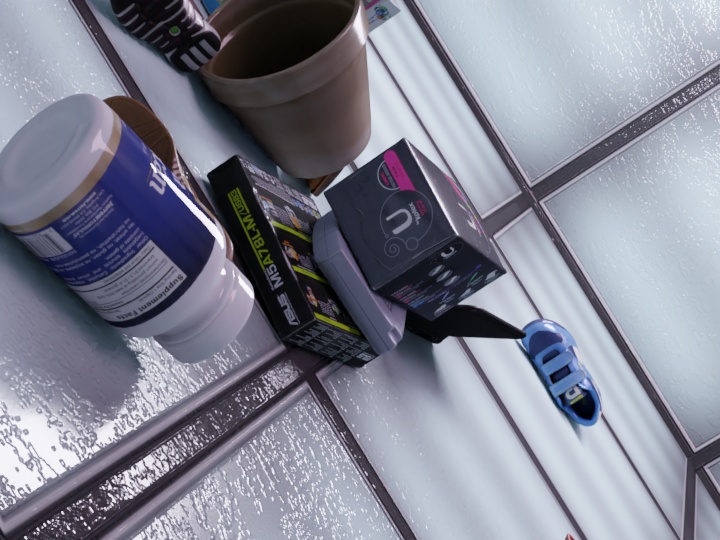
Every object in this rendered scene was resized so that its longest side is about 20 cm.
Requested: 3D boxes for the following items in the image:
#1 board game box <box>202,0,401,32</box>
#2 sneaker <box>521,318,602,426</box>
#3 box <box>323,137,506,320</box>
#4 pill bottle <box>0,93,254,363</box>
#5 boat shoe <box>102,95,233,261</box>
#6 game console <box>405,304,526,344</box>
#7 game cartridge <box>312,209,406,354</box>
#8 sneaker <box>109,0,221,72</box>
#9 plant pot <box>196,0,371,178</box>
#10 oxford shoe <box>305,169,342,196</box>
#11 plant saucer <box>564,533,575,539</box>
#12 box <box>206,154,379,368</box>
[{"bbox_3d":[-0.074,-0.323,1.940,0.149,0.199,0.064,60,15,14],"label":"board game box"},{"bbox_3d":[0.321,0.161,2.527,0.201,0.074,0.082,52,17,-19],"label":"sneaker"},{"bbox_3d":[0.060,-0.038,1.675,0.123,0.105,0.200,61,12,19],"label":"box"},{"bbox_3d":[-0.167,-0.023,1.169,0.200,0.110,0.112,48,17,-35],"label":"pill bottle"},{"bbox_3d":[-0.170,-0.056,1.352,0.201,0.072,0.072,52,-19,21],"label":"boat shoe"},{"bbox_3d":[0.090,0.019,1.946,0.177,0.116,0.200,64,15,22],"label":"game console"},{"bbox_3d":[0.000,0.000,1.671,0.134,0.041,0.200,61,10,-11],"label":"game cartridge"},{"bbox_3d":[-0.222,-0.293,1.664,0.116,0.075,0.200,60,3,29],"label":"sneaker"},{"bbox_3d":[-0.067,-0.207,1.798,0.201,0.198,0.175,-106,174,-50],"label":"plant pot"},{"bbox_3d":[-0.055,-0.142,1.916,0.071,0.071,0.200,41,9,-16],"label":"oxford shoe"},{"bbox_3d":[0.305,0.446,1.938,0.200,0.036,0.201,48,17,-32],"label":"plant saucer"},{"bbox_3d":[-0.061,-0.006,1.629,0.195,0.047,0.200,65,15,19],"label":"box"}]
